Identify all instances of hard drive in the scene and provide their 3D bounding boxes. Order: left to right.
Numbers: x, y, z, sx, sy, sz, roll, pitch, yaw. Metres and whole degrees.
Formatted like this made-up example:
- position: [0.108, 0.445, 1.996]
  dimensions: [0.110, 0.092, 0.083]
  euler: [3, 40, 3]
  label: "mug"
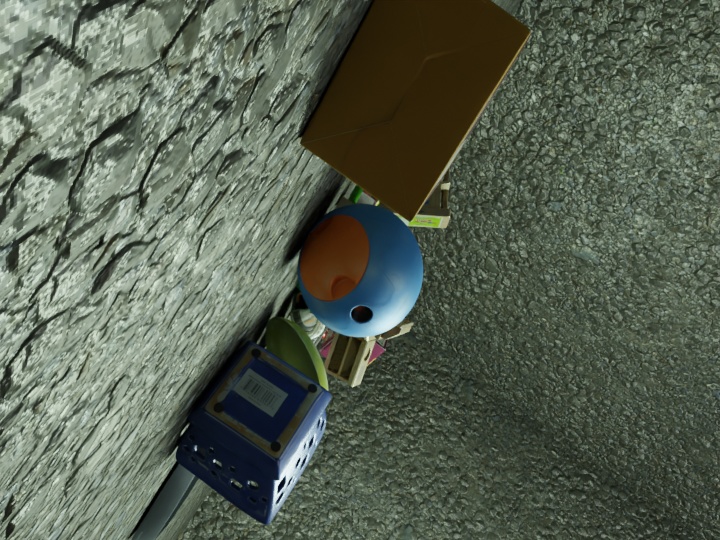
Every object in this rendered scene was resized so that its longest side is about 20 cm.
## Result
- position: [-0.356, 0.426, 1.337]
  dimensions: [0.202, 0.042, 0.135]
  euler: [-57, 178, 4]
  label: "hard drive"

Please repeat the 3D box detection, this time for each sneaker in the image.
- position: [-0.098, 0.055, 1.431]
  dimensions: [0.072, 0.081, 0.202]
  euler: [-15, -150, 17]
  label: "sneaker"

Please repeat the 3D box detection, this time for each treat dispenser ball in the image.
- position: [0.000, 0.000, 1.089]
  dimensions: [0.203, 0.199, 0.201]
  euler: [-56, 178, -3]
  label: "treat dispenser ball"

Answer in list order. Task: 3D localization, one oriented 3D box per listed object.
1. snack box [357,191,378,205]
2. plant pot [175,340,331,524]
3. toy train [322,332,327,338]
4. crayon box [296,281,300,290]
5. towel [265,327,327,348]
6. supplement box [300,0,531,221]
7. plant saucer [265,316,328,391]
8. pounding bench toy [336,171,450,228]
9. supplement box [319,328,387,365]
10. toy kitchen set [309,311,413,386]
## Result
- position: [0.033, -0.162, 1.461]
  dimensions: [0.201, 0.052, 0.143]
  euler: [-54, 177, -43]
  label: "snack box"
- position: [-0.167, 0.247, 1.135]
  dimensions: [0.201, 0.197, 0.182]
  euler: [-53, 170, -39]
  label: "plant pot"
- position: [-0.093, 0.052, 1.630]
  dimensions: [0.202, 0.082, 0.118]
  euler: [-69, 171, -49]
  label: "toy train"
- position: [-0.024, -0.022, 1.376]
  dimensions: [0.198, 0.058, 0.120]
  euler: [-28, 159, -43]
  label: "crayon box"
- position: [-0.149, 0.166, 1.461]
  dimensions: [0.198, 0.023, 0.145]
  euler: [-18, -150, 50]
  label: "towel"
- position: [0.065, -0.188, 0.710]
  dimensions: [0.200, 0.131, 0.200]
  euler: [-58, 178, 21]
  label: "supplement box"
- position: [-0.111, 0.176, 1.271]
  dimensions: [0.031, 0.203, 0.201]
  euler: [-20, 158, -30]
  label: "plant saucer"
- position: [0.060, -0.167, 1.210]
  dimensions: [0.124, 0.194, 0.161]
  euler: [49, 44, -84]
  label: "pounding bench toy"
- position: [0.004, 0.117, 1.589]
  dimensions: [0.131, 0.103, 0.202]
  euler: [-42, -165, 35]
  label: "supplement box"
- position: [-0.004, 0.151, 1.351]
  dimensions: [0.199, 0.160, 0.185]
  euler: [0, 111, -68]
  label: "toy kitchen set"
